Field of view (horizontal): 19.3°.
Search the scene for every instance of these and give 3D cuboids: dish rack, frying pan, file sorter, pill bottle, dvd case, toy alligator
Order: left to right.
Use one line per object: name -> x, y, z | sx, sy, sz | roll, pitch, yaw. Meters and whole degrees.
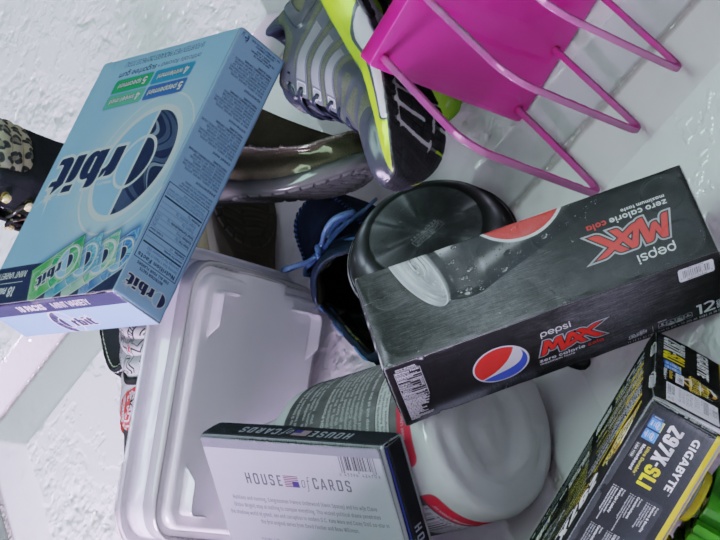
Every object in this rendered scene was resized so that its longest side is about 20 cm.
dish rack -> -0.084, 0.092, 1.406 | 0.043, 0.171, 0.201 | 5, 83, 33
dvd case -> -0.013, 0.189, 1.288 | 0.150, 0.025, 0.201 | 0, 112, 41
pill bottle -> 0.013, 0.116, 1.322 | 0.200, 0.110, 0.111 | -20, 62, 45
frying pan -> 0.056, 0.009, 1.332 | 0.115, 0.031, 0.190 | -23, 47, -1
file sorter -> 0.127, -0.164, 1.272 | 0.200, 0.139, 0.125 | -58, 44, 17
toy alligator -> 0.176, 0.169, 1.158 | 0.200, 0.059, 0.054 | -61, -2, 16

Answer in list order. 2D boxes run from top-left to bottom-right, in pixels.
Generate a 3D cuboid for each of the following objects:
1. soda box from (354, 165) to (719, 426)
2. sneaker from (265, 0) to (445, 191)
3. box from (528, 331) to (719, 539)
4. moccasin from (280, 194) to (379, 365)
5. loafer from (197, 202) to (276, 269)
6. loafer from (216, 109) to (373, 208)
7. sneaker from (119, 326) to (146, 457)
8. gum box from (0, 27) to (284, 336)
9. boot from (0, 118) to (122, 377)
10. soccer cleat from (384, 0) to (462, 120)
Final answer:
soda box -> 0.103, 0.014, 1.207 | 0.199, 0.063, 0.071 | -19, 54, 1
sneaker -> -0.005, -0.117, 1.374 | 0.081, 0.074, 0.200 | -38, 44, 19
box -> 0.129, 0.142, 1.150 | 0.200, 0.049, 0.160 | -61, 0, 13
moccasin -> 0.000, 0.000, 1.413 | 0.081, 0.068, 0.200 | -61, 37, 15
loafer -> -0.102, -0.007, 1.534 | 0.068, 0.076, 0.201 | -31, 55, 33
loafer -> -0.077, -0.081, 1.443 | 0.199, 0.075, 0.070 | -4, 88, 30
sneaker -> -0.137, 0.068, 1.490 | 0.201, 0.067, 0.108 | -135, 47, -84
gum box -> -0.151, -0.056, 1.395 | 0.170, 0.045, 0.201 | -7, 53, 51
boot -> -0.227, -0.019, 1.625 | 0.073, 0.153, 0.204 | -33, 52, 38
soccer cleat -> 0.003, -0.162, 1.462 | 0.081, 0.068, 0.200 | -32, 48, 1
